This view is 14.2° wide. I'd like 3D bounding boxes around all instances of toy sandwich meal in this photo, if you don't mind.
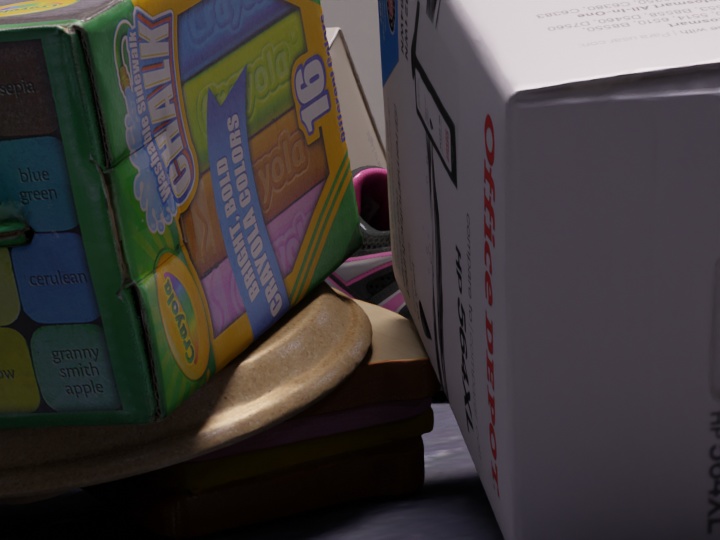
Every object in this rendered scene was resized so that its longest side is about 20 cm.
[{"bbox_3d":[-0.077,0.051,0.938,0.204,0.071,0.205,-10,17,3],"label":"toy sandwich meal"}]

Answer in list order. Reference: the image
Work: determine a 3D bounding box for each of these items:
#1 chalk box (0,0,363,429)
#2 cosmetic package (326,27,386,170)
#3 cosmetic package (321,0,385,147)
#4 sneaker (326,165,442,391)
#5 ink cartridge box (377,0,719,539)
[{"bbox_3d":[-0.100,-0.026,0.871,0.124,0.125,0.200,-1,20,26],"label":"chalk box"},{"bbox_3d":[-0.094,-0.045,1.298,0.199,0.104,0.073,0,42,23],"label":"cosmetic package"},{"bbox_3d":[0.072,-0.091,1.436,0.199,0.167,0.167,-13,1,14],"label":"cosmetic package"},{"bbox_3d":[0.000,0.000,1.195,0.080,0.087,0.199,-9,5,-42],"label":"sneaker"},{"bbox_3d":[0.062,-0.025,0.848,0.084,0.147,0.200,-6,24,-7],"label":"ink cartridge box"}]
